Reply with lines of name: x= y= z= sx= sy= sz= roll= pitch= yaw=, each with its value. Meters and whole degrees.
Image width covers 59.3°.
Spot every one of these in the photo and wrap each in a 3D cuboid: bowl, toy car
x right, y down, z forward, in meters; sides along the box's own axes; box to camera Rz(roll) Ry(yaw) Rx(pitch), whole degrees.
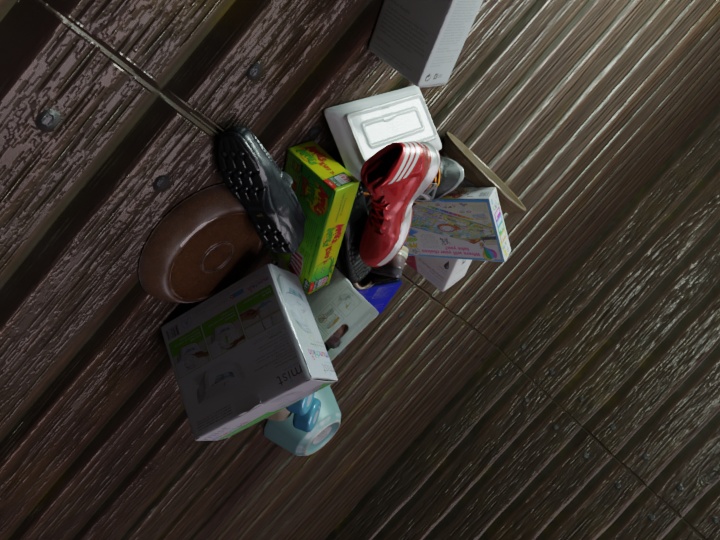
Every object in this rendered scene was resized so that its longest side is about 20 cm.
bowl: x=-0.124 y=0.366 z=1.518 sx=0.200 sy=0.105 sz=0.201 roll=-36 pitch=154 yaw=-21
toy car: x=-0.144 y=0.152 z=1.128 sx=0.177 sy=0.183 sz=0.201 roll=85 pitch=23 yaw=-59

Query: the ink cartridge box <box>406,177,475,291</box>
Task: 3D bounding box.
ink cartridge box: x=0.159 y=-0.083 z=1.233 sx=0.083 sy=0.146 sz=0.201 roll=-33 pitch=153 yaw=-38

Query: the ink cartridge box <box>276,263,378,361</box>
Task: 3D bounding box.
ink cartridge box: x=-0.083 y=0.067 z=0.994 sx=0.163 sy=0.200 sz=0.057 roll=-44 pitch=152 yaw=-4

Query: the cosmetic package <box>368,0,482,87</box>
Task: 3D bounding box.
cosmetic package: x=0.093 y=-0.341 z=0.777 sx=0.074 sy=0.102 sz=0.201 roll=-23 pitch=148 yaw=-44

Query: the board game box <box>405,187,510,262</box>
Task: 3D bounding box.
board game box: x=0.155 y=-0.082 z=1.120 sx=0.034 sy=0.199 sz=0.135 roll=-54 pitch=135 yaw=-37

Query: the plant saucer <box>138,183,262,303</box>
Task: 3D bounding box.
plant saucer: x=-0.202 y=-0.026 z=0.856 sx=0.200 sy=0.034 sz=0.201 roll=-37 pitch=154 yaw=-21

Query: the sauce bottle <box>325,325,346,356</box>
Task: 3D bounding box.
sauce bottle: x=-0.064 y=0.091 z=1.181 sx=0.066 sy=0.066 sz=0.201 roll=-38 pitch=139 yaw=-20

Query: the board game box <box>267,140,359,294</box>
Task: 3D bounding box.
board game box: x=-0.073 y=-0.073 z=0.915 sx=0.047 sy=0.102 sz=0.201 roll=-28 pitch=150 yaw=-38

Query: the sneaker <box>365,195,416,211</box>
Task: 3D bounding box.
sneaker: x=0.030 y=-0.114 z=1.060 sx=0.200 sy=0.079 sz=0.075 roll=-39 pitch=170 yaw=-10

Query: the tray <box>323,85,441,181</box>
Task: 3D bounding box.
tray: x=0.043 y=-0.204 z=0.910 sx=0.199 sy=0.108 sz=0.022 roll=-27 pitch=-174 yaw=-39

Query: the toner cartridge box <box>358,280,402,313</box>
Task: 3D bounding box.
toner cartridge box: x=0.002 y=0.053 z=1.314 sx=0.199 sy=0.043 sz=0.095 roll=-6 pitch=133 yaw=-57

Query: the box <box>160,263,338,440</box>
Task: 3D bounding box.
box: x=-0.161 y=0.119 z=0.901 sx=0.199 sy=0.178 sz=0.097 roll=-30 pitch=161 yaw=14

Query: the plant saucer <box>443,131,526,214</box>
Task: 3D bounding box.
plant saucer: x=0.218 y=-0.170 z=1.135 sx=0.029 sy=0.201 sz=0.200 roll=-45 pitch=158 yaw=17

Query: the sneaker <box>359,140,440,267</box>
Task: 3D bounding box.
sneaker: x=0.023 y=-0.095 z=0.885 sx=0.115 sy=0.078 sz=0.201 roll=-1 pitch=122 yaw=-48

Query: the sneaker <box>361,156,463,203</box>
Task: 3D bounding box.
sneaker: x=0.077 y=-0.148 z=0.980 sx=0.198 sy=0.079 sz=0.077 roll=-5 pitch=177 yaw=-21

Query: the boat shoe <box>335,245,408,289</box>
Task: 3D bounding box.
boat shoe: x=0.000 y=0.000 z=1.081 sx=0.072 sy=0.199 sz=0.065 roll=28 pitch=63 yaw=-37

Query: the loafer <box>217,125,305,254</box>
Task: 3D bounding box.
loafer: x=-0.122 y=-0.106 z=0.808 sx=0.201 sy=0.068 sz=0.071 roll=67 pitch=37 yaw=-46

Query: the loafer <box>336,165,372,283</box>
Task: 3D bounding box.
loafer: x=-0.024 y=-0.073 z=0.975 sx=0.073 sy=0.071 sz=0.201 roll=-36 pitch=130 yaw=-34
